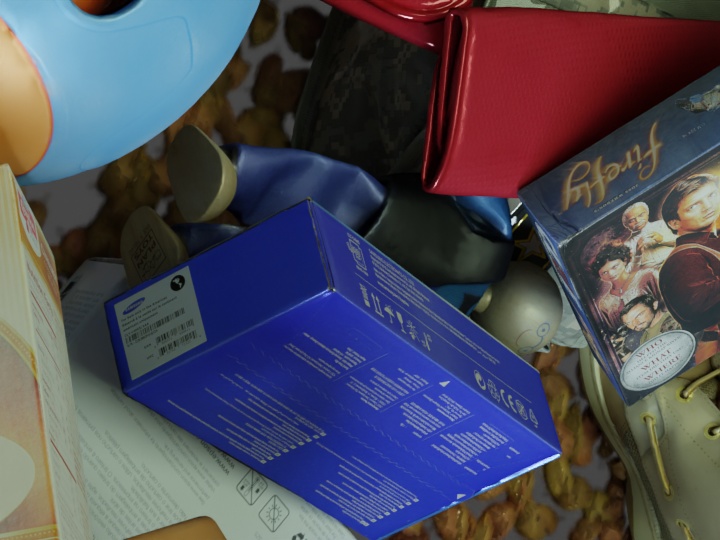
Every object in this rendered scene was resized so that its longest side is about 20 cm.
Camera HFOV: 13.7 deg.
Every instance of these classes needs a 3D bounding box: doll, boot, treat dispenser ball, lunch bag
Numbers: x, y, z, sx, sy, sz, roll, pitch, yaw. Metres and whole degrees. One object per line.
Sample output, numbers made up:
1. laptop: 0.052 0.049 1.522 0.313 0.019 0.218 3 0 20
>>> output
1. doll: 0.000 0.000 1.200 0.200 0.048 0.137 13 119 -37
2. boot: 0.184 0.077 1.365 0.073 0.155 0.201 -25 108 -38
3. treat dispenser ball: -0.129 -0.129 1.042 0.201 0.201 0.201 -2 94 -42
4. lunch bag: 0.069 -0.074 1.283 0.164 0.117 0.201 20 85 -39

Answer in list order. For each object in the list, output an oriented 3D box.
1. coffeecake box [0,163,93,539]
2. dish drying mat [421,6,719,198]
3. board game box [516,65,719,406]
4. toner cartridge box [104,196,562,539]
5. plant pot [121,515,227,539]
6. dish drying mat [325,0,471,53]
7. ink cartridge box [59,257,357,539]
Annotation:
1. coffeecake box: -0.168 0.081 0.969 0.073 0.153 0.200 75 3 -63
2. dish drying mat: 0.102 -0.067 1.222 0.200 0.018 0.077 -1 100 -44
3. board game box: 0.172 -0.039 1.228 0.200 0.035 0.136 -32 144 -1
4. toner cartridge box: -0.006 0.044 1.174 0.200 0.095 0.043 37 33 -54
5. plant pot: -0.097 0.173 1.057 0.200 0.200 0.140 -14 84 -41
6. dish drying mat: -0.039 -0.161 1.167 0.200 0.018 0.077 26 80 -8
7. ink cartridge box: -0.102 0.133 1.186 0.200 0.041 0.200 -52 122 -26
